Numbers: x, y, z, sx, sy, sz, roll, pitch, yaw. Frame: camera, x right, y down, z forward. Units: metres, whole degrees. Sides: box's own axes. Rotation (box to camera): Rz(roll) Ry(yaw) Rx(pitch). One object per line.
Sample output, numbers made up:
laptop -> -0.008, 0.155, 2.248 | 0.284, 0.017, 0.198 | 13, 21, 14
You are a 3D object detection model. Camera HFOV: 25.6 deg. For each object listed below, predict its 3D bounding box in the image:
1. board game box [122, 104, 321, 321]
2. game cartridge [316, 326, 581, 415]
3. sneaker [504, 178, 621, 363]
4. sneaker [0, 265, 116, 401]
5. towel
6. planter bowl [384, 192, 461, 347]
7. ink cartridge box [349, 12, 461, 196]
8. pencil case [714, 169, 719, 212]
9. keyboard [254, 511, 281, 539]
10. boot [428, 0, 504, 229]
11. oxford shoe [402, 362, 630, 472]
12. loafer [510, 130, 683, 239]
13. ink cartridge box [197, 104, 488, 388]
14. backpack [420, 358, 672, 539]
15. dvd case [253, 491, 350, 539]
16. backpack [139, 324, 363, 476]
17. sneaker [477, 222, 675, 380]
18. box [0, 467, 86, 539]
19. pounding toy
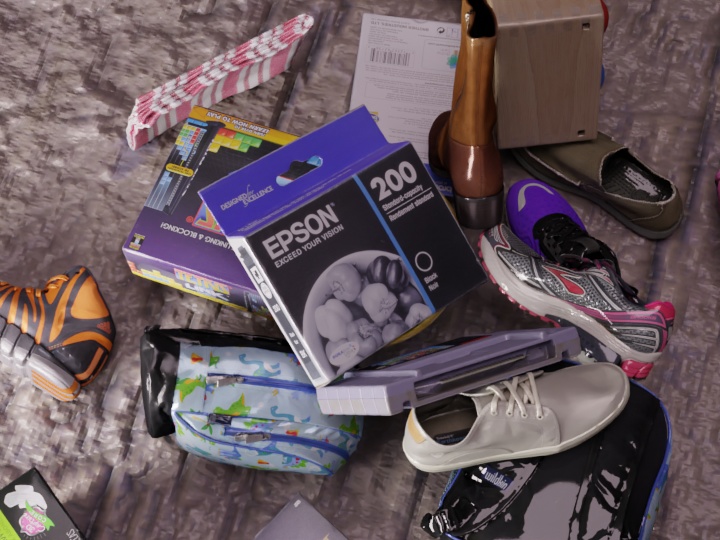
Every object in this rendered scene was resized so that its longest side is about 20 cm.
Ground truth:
board game box -> -0.094, -0.048, 1.464 | 0.200, 0.057, 0.166 | 17, 65, 12
game cartridge -> 0.074, 0.084, 1.369 | 0.200, 0.130, 0.038 | -15, 97, -29
sneaker -> 0.206, -0.015, 1.515 | 0.069, 0.100, 0.200 | -22, 70, -12
sneaker -> -0.321, 0.030, 1.510 | 0.200, 0.078, 0.112 | 34, 66, 1
towel -> -0.139, -0.182, 1.561 | 0.200, 0.146, 0.030 | -29, 90, -13
planter bowl -> 0.000, 0.000, 1.511 | 0.200, 0.084, 0.201 | -2, 64, 3
ink cartridge box -> 0.049, -0.163, 1.609 | 0.119, 0.042, 0.200 | 7, 64, 1
pencil case -> 0.404, -0.014, 1.527 | 0.094, 0.091, 0.201 | -20, 66, 29
keyboard -> -0.007, 0.292, 1.431 | 0.200, 0.011, 0.056 | 42, 73, 15
boot -> 0.093, -0.167, 1.460 | 0.068, 0.200, 0.188 | -3, 32, 3
oxford shoe -> 0.131, 0.118, 1.335 | 0.199, 0.058, 0.075 | -15, 47, 0
loafer -> 0.237, -0.109, 1.572 | 0.200, 0.070, 0.075 | 30, 70, 11
ink cartridge box -> -0.011, -0.030, 1.393 | 0.198, 0.043, 0.200 | -32, 90, -30
backpack -> 0.175, 0.190, 1.401 | 0.183, 0.147, 0.200 | 20, 67, 14
dvd case -> -0.034, 0.318, 1.407 | 0.200, 0.016, 0.149 | 41, 79, 15
backpack -> -0.095, 0.118, 1.436 | 0.199, 0.163, 0.154 | -6, 76, -11
sneaker -> 0.193, 0.015, 1.426 | 0.200, 0.081, 0.075 | 36, 108, 22
box -> -0.315, 0.297, 1.362 | 0.200, 0.124, 0.149 | -35, 72, -14
pounding toy -> 0.189, -0.259, 1.547 | 0.142, 0.184, 0.200 | -6, 48, 0
